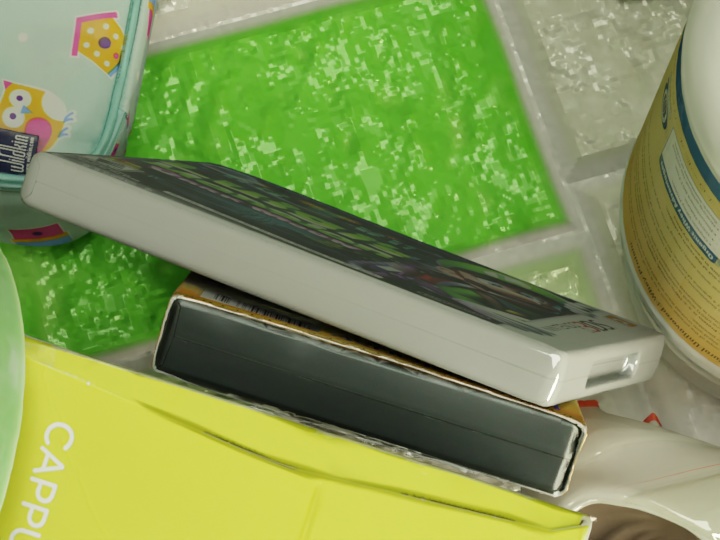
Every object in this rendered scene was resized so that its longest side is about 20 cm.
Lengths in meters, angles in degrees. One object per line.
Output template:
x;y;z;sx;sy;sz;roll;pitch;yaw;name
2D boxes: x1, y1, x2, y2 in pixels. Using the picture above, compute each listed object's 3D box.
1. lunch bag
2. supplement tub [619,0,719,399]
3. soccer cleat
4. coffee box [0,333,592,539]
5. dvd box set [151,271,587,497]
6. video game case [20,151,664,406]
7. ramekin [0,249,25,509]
-0.160;-0.112;1.152;0.160;0.077;0.201;11;69;-3;lunch bag
0.175;-0.036;1.095;0.144;0.200;0.145;2;68;-5;supplement tub
0.160;0.096;1.113;0.199;0.069;0.078;4;41;1;soccer cleat
-0.054;0.151;0.984;0.199;0.198;0.200;18;81;0;coffee box
0.005;0.032;1.058;0.146;0.200;0.030;17;96;-1;dvd box set
0.000;0.000;1.060;0.199;0.182;0.023;21;96;15;video game case
-0.203;0.054;0.913;0.098;0.200;0.201;26;63;-37;ramekin
